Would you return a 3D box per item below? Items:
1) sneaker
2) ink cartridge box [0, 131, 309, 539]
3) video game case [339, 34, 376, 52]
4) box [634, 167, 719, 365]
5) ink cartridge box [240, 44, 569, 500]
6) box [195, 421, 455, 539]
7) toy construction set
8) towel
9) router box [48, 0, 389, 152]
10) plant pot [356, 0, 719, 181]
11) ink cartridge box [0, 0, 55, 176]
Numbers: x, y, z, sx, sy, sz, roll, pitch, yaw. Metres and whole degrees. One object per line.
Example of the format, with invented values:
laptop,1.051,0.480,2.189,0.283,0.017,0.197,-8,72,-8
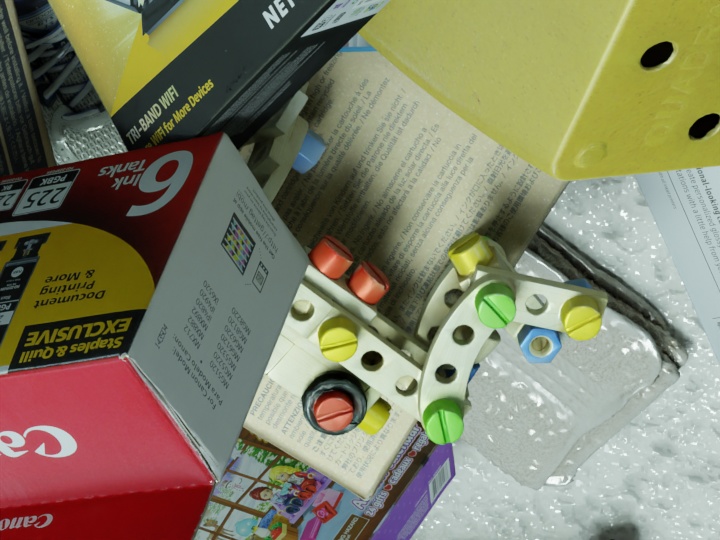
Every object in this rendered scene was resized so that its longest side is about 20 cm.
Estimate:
sneaker,-0.156,-0.116,1.426,0.077,0.085,0.200,-37,100,-7
ink cartridge box,-0.145,0.043,1.265,0.200,0.176,0.084,-10,131,30
video game case,0.059,-0.173,1.318,0.143,0.018,0.200,-3,140,-32
box,0.242,-0.029,1.407,0.200,0.041,0.156,-11,122,27
ink cartridge box,-0.012,-0.018,1.436,0.165,0.075,0.200,32,107,-1
box,-0.058,0.137,1.530,0.137,0.200,0.039,16,136,25
toy construction set,0.000,0.000,1.352,0.200,0.092,0.131,41,107,-4
towel,0.056,0.024,1.524,0.200,0.034,0.133,35,130,-8
router box,-0.064,-0.150,1.248,0.200,0.052,0.157,-41,74,51
plant pot,0.116,-0.147,1.214,0.200,0.176,0.200,-7,140,-30
ink cartridge box,-0.245,-0.116,1.389,0.200,0.075,0.165,29,146,31
